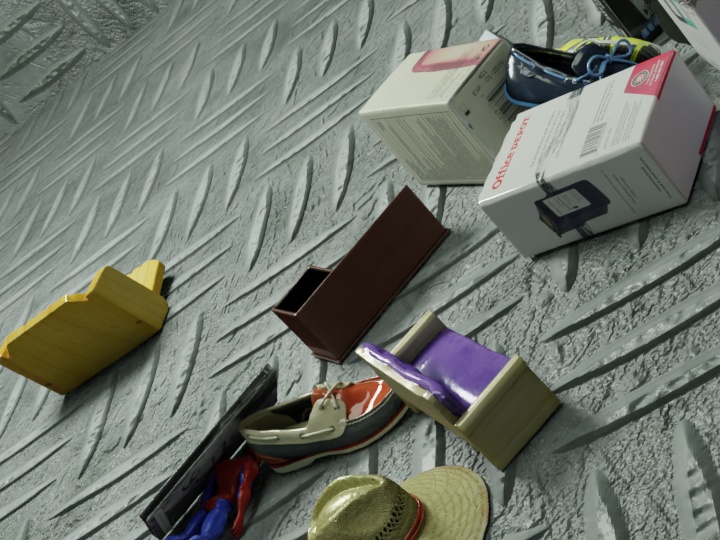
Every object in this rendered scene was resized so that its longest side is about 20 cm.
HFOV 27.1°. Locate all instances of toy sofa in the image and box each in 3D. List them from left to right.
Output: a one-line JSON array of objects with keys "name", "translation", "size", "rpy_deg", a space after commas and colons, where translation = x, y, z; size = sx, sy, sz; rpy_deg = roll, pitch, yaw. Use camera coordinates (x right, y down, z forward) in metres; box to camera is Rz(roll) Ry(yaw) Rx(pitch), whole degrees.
[{"name": "toy sofa", "translation": [0.082, 0.093, 1.339], "size": [0.083, 0.098, 0.200], "rpy_deg": [-47, 22, -7]}]

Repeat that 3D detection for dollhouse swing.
[{"name": "dollhouse swing", "translation": [-0.394, 0.046, 2.135], "size": [0.200, 0.182, 0.176], "rpy_deg": [-33, 45, 25]}]

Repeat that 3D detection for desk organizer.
[{"name": "desk organizer", "translation": [0.000, 0.000, 1.661], "size": [0.200, 0.077, 0.072], "rpy_deg": [-50, 24, -15]}]

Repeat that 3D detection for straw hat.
[{"name": "straw hat", "translation": [0.004, 0.218, 1.264], "size": [0.201, 0.085, 0.201], "rpy_deg": [-36, 23, 18]}]

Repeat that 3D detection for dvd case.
[{"name": "dvd case", "translation": [-0.154, 0.193, 1.566], "size": [0.200, 0.016, 0.149], "rpy_deg": [-49, -9, -15]}]

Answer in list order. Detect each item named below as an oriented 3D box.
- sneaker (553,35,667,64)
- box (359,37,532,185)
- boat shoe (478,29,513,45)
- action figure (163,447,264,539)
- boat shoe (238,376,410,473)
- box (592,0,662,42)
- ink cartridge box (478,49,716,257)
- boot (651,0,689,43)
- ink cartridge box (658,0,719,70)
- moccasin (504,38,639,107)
[{"name": "sneaker", "translation": [0.264, -0.231, 1.636], "size": [0.076, 0.076, 0.200], "rpy_deg": [-41, 26, -28]}, {"name": "box", "translation": [0.115, -0.178, 1.718], "size": [0.109, 0.128, 0.200], "rpy_deg": [-50, 24, -18]}, {"name": "boat shoe", "translation": [0.182, -0.240, 1.815], "size": [0.062, 0.072, 0.200], "rpy_deg": [-65, 15, 13]}, {"name": "action figure", "translation": [-0.148, 0.249, 1.512], "size": [0.065, 0.052, 0.200], "rpy_deg": [-14, 31, 40]}, {"name": "boat shoe", "translation": [-0.034, 0.143, 1.489], "size": [0.200, 0.063, 0.071], "rpy_deg": [-26, 26, 33]}, {"name": "box", "translation": [0.331, -0.373, 1.661], "size": [0.200, 0.158, 0.050], "rpy_deg": [-42, 22, 1]}, {"name": "ink cartridge box", "translation": [0.231, -0.112, 1.465], "size": [0.200, 0.084, 0.145], "rpy_deg": [-20, 32, 42]}, {"name": "boot", "translation": [0.397, -0.353, 1.594], "size": [0.174, 0.201, 0.069], "rpy_deg": [-22, 38, -32]}, {"name": "ink cartridge box", "translation": [0.357, -0.310, 1.451], "size": [0.147, 0.200, 0.146], "rpy_deg": [-40, 23, 7]}, {"name": "moccasin", "translation": [0.234, -0.201, 1.553], "size": [0.199, 0.068, 0.080], "rpy_deg": [7, 27, 30]}]
